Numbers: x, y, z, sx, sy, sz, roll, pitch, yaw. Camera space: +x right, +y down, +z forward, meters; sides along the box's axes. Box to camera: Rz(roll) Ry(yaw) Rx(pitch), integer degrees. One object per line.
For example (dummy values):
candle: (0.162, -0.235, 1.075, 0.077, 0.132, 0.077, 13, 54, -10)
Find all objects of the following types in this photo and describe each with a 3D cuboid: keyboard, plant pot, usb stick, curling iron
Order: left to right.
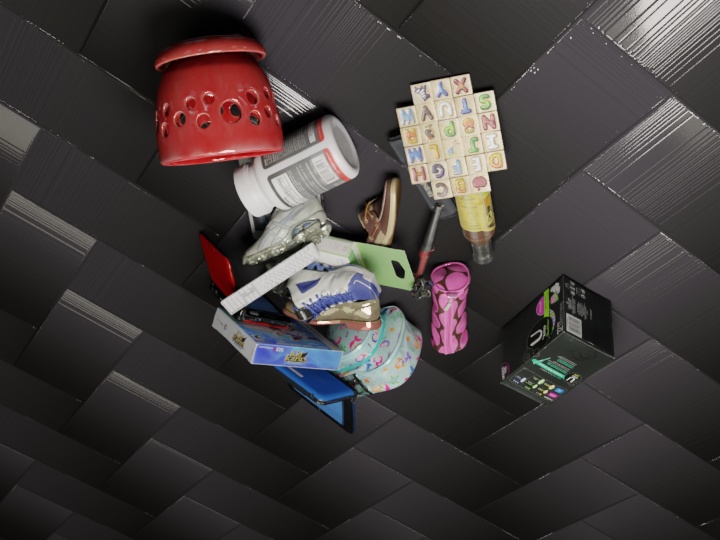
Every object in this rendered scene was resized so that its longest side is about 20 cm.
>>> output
plant pot: (-0.231, -0.266, 1.378, 0.198, 0.200, 0.185, -8, 95, 21)
keyboard: (-0.164, 0.015, 1.598, 0.199, 0.011, 0.056, -33, 156, -3)
usb stick: (0.114, -0.169, 1.530, 0.055, 0.033, 0.200, -17, 129, 27)
curling iron: (0.126, -0.032, 1.598, 0.025, 0.050, 0.202, -7, 124, -29)

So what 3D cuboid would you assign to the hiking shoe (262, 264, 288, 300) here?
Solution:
hiking shoe: (-0.145, 0.023, 1.771, 0.100, 0.076, 0.201, 5, 135, 32)

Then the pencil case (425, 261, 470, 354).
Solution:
pencil case: (0.175, 0.081, 1.719, 0.090, 0.094, 0.201, -10, 136, -2)

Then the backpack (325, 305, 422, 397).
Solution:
backpack: (0.021, 0.159, 1.775, 0.198, 0.179, 0.151, -12, 133, 34)

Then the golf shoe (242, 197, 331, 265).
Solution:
golf shoe: (-0.144, -0.075, 1.622, 0.199, 0.098, 0.078, -26, 160, 26)

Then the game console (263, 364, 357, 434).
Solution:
game console: (-0.111, 0.241, 1.724, 0.199, 0.170, 0.119, 30, 108, 31)

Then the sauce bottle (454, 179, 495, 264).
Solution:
sauce bottle: (0.208, -0.097, 1.558, 0.064, 0.065, 0.201, -2, 135, 16)

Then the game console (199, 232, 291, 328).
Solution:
game console: (-0.229, 0.018, 1.720, 0.171, 0.200, 0.120, 12, 102, -29)

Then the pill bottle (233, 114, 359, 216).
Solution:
pill bottle: (-0.111, -0.176, 1.497, 0.198, 0.116, 0.116, -23, 126, 18)

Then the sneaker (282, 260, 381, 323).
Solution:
sneaker: (-0.065, 0.048, 1.624, 0.198, 0.116, 0.081, 10, 151, 29)

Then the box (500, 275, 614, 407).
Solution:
box: (0.377, 0.140, 1.689, 0.123, 0.149, 0.200, 26, 135, -15)

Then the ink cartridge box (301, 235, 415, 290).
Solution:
ink cartridge box: (0.000, 0.000, 1.663, 0.198, 0.048, 0.146, 14, 152, 25)

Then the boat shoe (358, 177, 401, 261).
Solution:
boat shoe: (0.030, -0.094, 1.601, 0.071, 0.073, 0.201, 12, 143, 1)

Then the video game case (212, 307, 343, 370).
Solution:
video game case: (-0.162, 0.133, 1.698, 0.199, 0.181, 0.046, 10, 103, -37)

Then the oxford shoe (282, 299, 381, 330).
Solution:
oxford shoe: (-0.054, 0.065, 1.699, 0.198, 0.071, 0.076, 5, 109, 9)

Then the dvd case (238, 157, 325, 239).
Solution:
dvd case: (-0.142, -0.135, 1.634, 0.149, 0.025, 0.201, 4, 135, 9)

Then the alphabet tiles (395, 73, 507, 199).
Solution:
alphabet tiles: (0.151, -0.218, 1.442, 0.165, 0.006, 0.202, -7, 113, 17)
